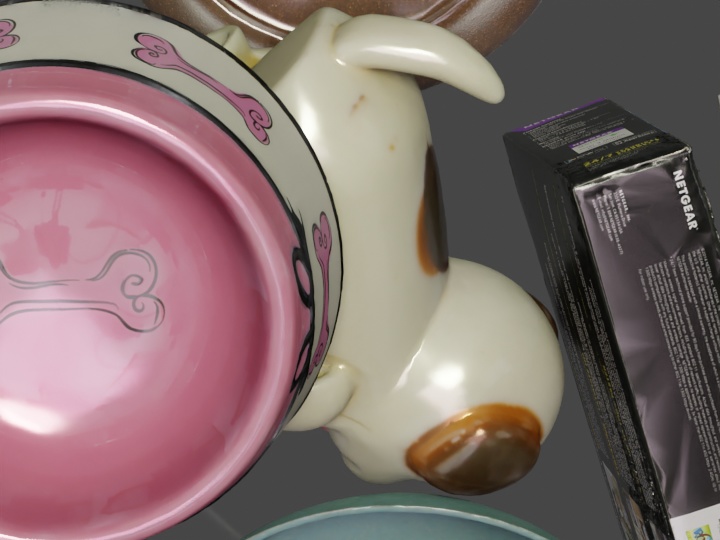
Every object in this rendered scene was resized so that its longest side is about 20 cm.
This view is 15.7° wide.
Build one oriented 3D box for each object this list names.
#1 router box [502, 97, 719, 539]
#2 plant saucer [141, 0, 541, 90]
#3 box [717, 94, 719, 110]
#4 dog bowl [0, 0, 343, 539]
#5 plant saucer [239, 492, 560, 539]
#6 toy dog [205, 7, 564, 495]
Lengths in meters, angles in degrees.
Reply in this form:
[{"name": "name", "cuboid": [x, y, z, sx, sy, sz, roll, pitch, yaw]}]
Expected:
[{"name": "router box", "cuboid": [0.116, 0.041, 1.018, 0.051, 0.149, 0.200, -18, 103, -3]}, {"name": "plant saucer", "cuboid": [-0.009, -0.163, 1.038, 0.200, 0.032, 0.201, 0, 103, 1]}, {"name": "box", "cuboid": [0.216, 0.022, 1.022, 0.109, 0.128, 0.200, -13, 102, 6]}, {"name": "dog bowl", "cuboid": [-0.105, 0.010, 0.911, 0.200, 0.074, 0.200, 0, 108, -1]}, {"name": "plant saucer", "cuboid": [0.019, 0.154, 1.076, 0.200, 0.036, 0.200, 2, 132, 2]}, {"name": "toy dog", "cuboid": [0.000, 0.000, 1.028, 0.194, 0.140, 0.200, -31, 113, 16]}]
